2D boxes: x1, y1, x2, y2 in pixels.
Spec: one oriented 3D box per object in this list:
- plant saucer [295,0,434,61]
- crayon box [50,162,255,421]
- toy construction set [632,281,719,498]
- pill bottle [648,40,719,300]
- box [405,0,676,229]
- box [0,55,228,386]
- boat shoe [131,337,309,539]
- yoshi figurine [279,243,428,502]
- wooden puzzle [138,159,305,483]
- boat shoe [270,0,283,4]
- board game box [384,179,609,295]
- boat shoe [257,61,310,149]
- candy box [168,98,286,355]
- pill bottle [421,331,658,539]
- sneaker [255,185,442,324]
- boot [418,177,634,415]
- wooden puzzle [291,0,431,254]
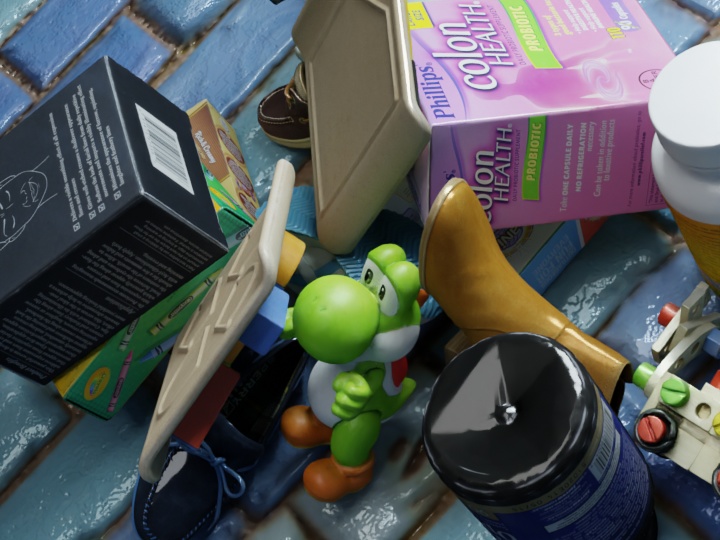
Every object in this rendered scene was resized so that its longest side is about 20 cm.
[{"bbox_3d":[0.037,-0.223,1.345,0.198,0.051,0.200,-14,17,4],"label":"plant saucer"},{"bbox_3d":[-0.182,0.005,1.311,0.200,0.058,0.119,-49,47,6],"label":"crayon box"},{"bbox_3d":[0.257,0.084,1.074,0.200,0.092,0.132,34,93,44],"label":"toy construction set"},{"bbox_3d":[0.260,-0.062,1.095,0.110,0.200,0.112,-14,55,20],"label":"pill bottle"},{"bbox_3d":[0.126,-0.123,1.201,0.198,0.097,0.177,-7,38,-8],"label":"box"},{"bbox_3d":[-0.220,-0.035,1.248,0.199,0.107,0.149,-34,51,18],"label":"box"},{"bbox_3d":[-0.109,0.121,1.246,0.068,0.084,0.201,-4,56,62],"label":"boat shoe"},{"bbox_3d":[-0.019,0.068,1.160,0.112,0.201,0.112,23,37,7],"label":"yoshi figurine"},{"bbox_3d":[-0.091,0.039,1.181,0.201,0.046,0.186,-59,10,22],"label":"wooden puzzle"},{"bbox_3d":[0.009,-0.267,1.312,0.198,0.062,0.075,-17,19,8],"label":"boat shoe"},{"bbox_3d":[0.090,-0.060,1.290,0.153,0.040,0.200,-48,51,-6],"label":"board game box"},{"bbox_3d":[-0.028,-0.153,1.367,0.199,0.072,0.072,2,55,51],"label":"boat shoe"},{"bbox_3d":[-0.145,-0.039,1.393,0.116,0.056,0.201,-29,52,12],"label":"candy box"},{"bbox_3d":[0.125,0.132,1.045,0.111,0.200,0.113,-14,54,20],"label":"pill bottle"},{"bbox_3d":[0.000,0.000,1.264,0.076,0.081,0.199,-33,38,-24],"label":"sneaker"},{"bbox_3d":[0.119,0.033,1.112,0.143,0.202,0.071,24,56,30],"label":"boot"},{"bbox_3d":[0.002,-0.139,1.188,0.037,0.185,0.202,1,62,-22],"label":"wooden puzzle"}]
